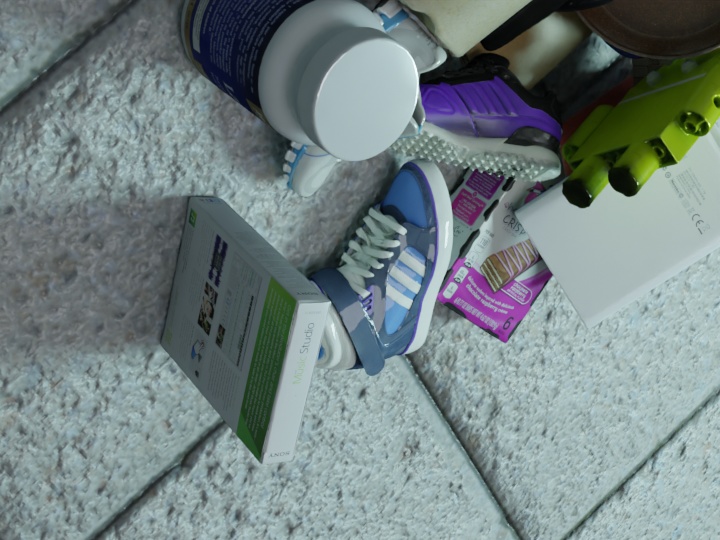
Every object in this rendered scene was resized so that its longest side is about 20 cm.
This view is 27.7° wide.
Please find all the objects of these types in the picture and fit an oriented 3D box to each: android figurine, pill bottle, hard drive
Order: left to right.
[{"bbox_3d":[-0.047,-0.165,1.118,0.115,0.200,0.117,-18,125,-27],"label":"pill bottle"},{"bbox_3d":[0.262,-0.054,1.367,0.199,0.025,0.133,-33,100,9],"label":"hard drive"},{"bbox_3d":[0.259,-0.135,1.284,0.041,0.181,0.200,49,63,-16],"label":"android figurine"}]

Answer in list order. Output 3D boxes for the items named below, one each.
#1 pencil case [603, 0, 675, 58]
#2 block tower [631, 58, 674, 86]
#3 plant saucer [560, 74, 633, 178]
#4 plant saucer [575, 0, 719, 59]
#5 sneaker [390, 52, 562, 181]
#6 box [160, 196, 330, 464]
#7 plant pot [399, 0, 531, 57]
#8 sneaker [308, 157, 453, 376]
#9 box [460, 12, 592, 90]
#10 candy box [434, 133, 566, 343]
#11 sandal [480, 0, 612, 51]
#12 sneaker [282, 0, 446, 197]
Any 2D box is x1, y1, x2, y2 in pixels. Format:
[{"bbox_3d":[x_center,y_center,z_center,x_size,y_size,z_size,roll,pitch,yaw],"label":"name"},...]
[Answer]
[{"bbox_3d":[0.312,-0.254,1.397,0.199,0.079,0.087,-19,170,-43],"label":"pencil case"},{"bbox_3d":[0.301,-0.108,1.408,0.057,0.054,0.203,-17,107,-47],"label":"block tower"},{"bbox_3d":[0.279,-0.085,1.453,0.199,0.036,0.202,-34,118,-41],"label":"plant saucer"},{"bbox_3d":[0.275,-0.284,1.297,0.201,0.199,0.037,-55,167,3],"label":"plant saucer"},{"bbox_3d":[0.090,-0.150,1.307,0.197,0.070,0.101,14,75,-12],"label":"sneaker"},{"bbox_3d":[-0.099,0.045,1.203,0.036,0.200,0.146,0,117,-33],"label":"box"},{"bbox_3d":[0.098,-0.283,1.184,0.183,0.201,0.200,-45,134,9],"label":"plant pot"},{"bbox_3d":[0.000,0.000,1.334,0.145,0.080,0.203,-8,120,-32],"label":"sneaker"},{"bbox_3d":[0.165,-0.261,1.345,0.200,0.021,0.164,-42,133,-10],"label":"box"},{"bbox_3d":[0.148,-0.044,1.433,0.136,0.061,0.201,30,94,-45],"label":"candy box"},{"bbox_3d":[0.190,-0.250,1.266,0.199,0.076,0.048,-32,119,24],"label":"sandal"},{"bbox_3d":[0.004,-0.125,1.220,0.201,0.086,0.075,-56,176,37],"label":"sneaker"}]
